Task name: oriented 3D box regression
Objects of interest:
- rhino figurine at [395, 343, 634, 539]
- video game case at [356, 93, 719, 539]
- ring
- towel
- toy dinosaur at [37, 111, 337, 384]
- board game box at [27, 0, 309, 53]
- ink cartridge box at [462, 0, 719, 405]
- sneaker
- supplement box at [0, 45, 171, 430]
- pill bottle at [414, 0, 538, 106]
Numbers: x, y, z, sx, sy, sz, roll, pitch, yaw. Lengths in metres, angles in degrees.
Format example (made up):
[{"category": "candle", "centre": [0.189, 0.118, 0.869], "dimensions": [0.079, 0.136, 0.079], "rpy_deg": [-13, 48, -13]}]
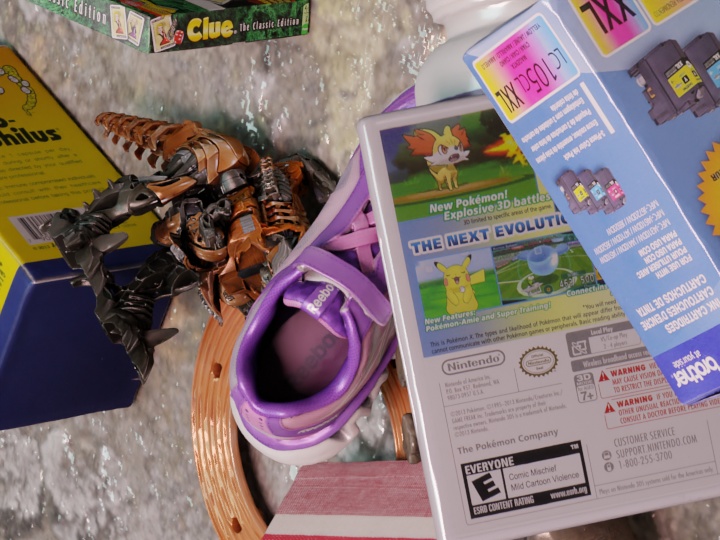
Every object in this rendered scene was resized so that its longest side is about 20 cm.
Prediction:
[{"category": "rhino figurine", "centre": [0.077, 0.115, 1.339], "dimensions": [0.060, 0.087, 0.201], "rpy_deg": [96, 162, -54]}, {"category": "video game case", "centre": [0.112, 0.008, 1.238], "dimensions": [0.022, 0.199, 0.184], "rpy_deg": [140, 119, -84]}, {"category": "ring", "centre": [-0.020, 0.088, 1.522], "dimensions": [0.200, 0.019, 0.202], "rpy_deg": [12, 106, 48]}, {"category": "towel", "centre": [-0.011, 0.170, 1.392], "dimensions": [0.143, 0.201, 0.023], "rpy_deg": [-4, 135, 41]}, {"category": "toy dinosaur", "centre": [-0.082, -0.021, 1.515], "dimensions": [0.102, 0.135, 0.200], "rpy_deg": [58, 169, -23]}, {"category": "board game box", "centre": [-0.128, -0.152, 1.540], "dimensions": [0.199, 0.104, 0.024], "rpy_deg": [26, 120, 43]}, {"category": "ink cartridge box", "centre": [0.155, -0.041, 1.176], "dimensions": [0.201, 0.136, 0.076], "rpy_deg": [58, 152, -1]}, {"category": "sneaker", "centre": [0.000, 0.000, 1.384], "dimensions": [0.080, 0.088, 0.201], "rpy_deg": [32, 93, 15]}, {"category": "supplement box", "centre": [-0.203, -0.021, 1.647], "dimensions": [0.200, 0.109, 0.109], "rpy_deg": [48, 129, 32]}, {"category": "pill bottle", "centre": [0.085, -0.048, 1.305], "dimensions": [0.112, 0.112, 0.201], "rpy_deg": [-14, 86, 49]}]
